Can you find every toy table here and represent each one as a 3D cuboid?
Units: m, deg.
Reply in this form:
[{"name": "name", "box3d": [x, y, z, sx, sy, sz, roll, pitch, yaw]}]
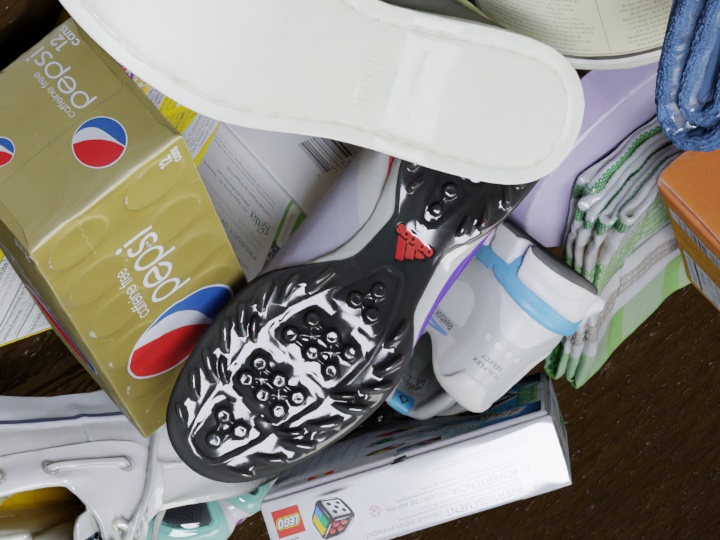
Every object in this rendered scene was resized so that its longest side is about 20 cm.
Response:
[{"name": "toy table", "box3d": [0.100, -0.101, 1.194, 0.200, 0.117, 0.184, -14, 145, -55]}]

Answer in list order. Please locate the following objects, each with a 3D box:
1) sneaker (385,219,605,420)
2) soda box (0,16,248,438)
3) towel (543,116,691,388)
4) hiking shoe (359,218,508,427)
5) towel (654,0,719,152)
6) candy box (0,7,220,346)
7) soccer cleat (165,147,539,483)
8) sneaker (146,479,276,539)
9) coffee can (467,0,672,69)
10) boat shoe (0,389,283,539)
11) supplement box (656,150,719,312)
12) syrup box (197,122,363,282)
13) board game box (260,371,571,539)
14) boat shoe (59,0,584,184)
[{"name": "sneaker", "box3d": [0.033, 0.021, 1.199, 0.087, 0.075, 0.200, -53, -170, -4]}, {"name": "soda box", "box3d": [-0.091, -0.010, 1.018, 0.068, 0.064, 0.200, -39, 158, -8]}, {"name": "towel", "box3d": [0.147, -0.028, 1.220, 0.149, 0.031, 0.200, -38, 161, -15]}, {"name": "hiking shoe", "box3d": [0.034, 0.057, 1.457, 0.101, 0.076, 0.200, -24, 153, -34]}, {"name": "towel", "box3d": [0.159, -0.126, 0.935, 0.200, 0.048, 0.112, -51, 158, -46]}, {"name": "candy box", "box3d": [-0.097, -0.048, 1.060, 0.102, 0.026, 0.200, -17, 148, -44]}, {"name": "soccer cleat", "box3d": [0.000, 0.000, 1.058, 0.200, 0.068, 0.073, -51, -172, -8]}, {"name": "sneaker", "box3d": [-0.121, 0.139, 1.344, 0.200, 0.078, 0.140, -28, 159, -13]}, {"name": "coffee can", "box3d": [0.075, -0.170, 0.956, 0.146, 0.146, 0.200, -42, 161, -3]}, {"name": "boat shoe", "box3d": [-0.114, 0.095, 1.124, 0.202, 0.086, 0.075, 2, 143, -29]}, {"name": "supplement box", "box3d": [0.172, -0.017, 1.155, 0.067, 0.069, 0.200, -43, 167, 1]}, {"name": "syrup box", "box3d": [-0.041, 0.000, 1.186, 0.079, 0.081, 0.200, -27, 154, -34]}, {"name": "board game box", "box3d": [0.028, 0.085, 1.226, 0.126, 0.035, 0.200, -17, -179, 5]}, {"name": "boat shoe", "box3d": [-0.020, -0.083, 0.971, 0.201, 0.060, 0.072, 19, 98, -21]}]
